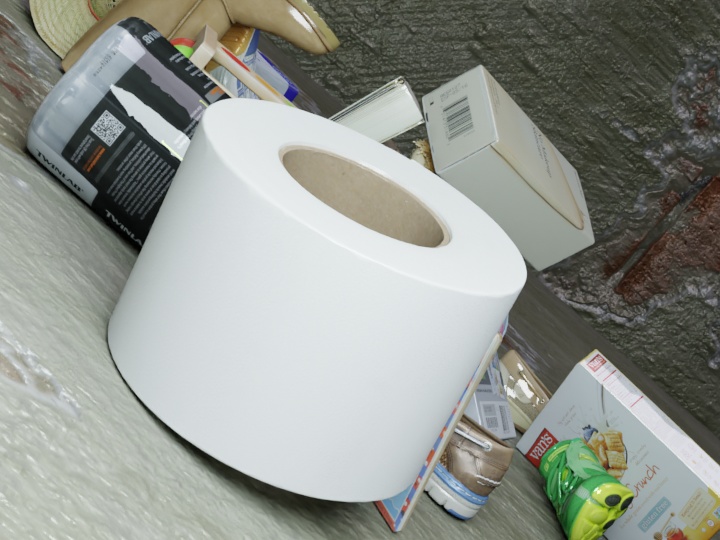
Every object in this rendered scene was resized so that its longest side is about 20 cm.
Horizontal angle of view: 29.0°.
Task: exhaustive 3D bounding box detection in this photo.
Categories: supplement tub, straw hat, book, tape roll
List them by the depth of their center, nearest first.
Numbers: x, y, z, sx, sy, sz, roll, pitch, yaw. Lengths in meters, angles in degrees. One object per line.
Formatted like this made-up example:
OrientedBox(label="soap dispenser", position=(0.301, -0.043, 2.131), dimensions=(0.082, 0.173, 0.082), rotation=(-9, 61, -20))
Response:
OrientedBox(label="tape roll", position=(-0.025, 0.013, 0.783), dimensions=(0.201, 0.140, 0.203), rotation=(25, 19, -9))
OrientedBox(label="supplement tub", position=(-0.121, -0.067, 0.964), dimensions=(0.200, 0.123, 0.123), rotation=(42, 9, -4))
OrientedBox(label="straw hat", position=(-0.209, -0.265, 1.335), dimensions=(0.199, 0.085, 0.202), rotation=(16, 47, -18))
OrientedBox(label="book", position=(-0.034, -0.125, 1.380), dimensions=(0.048, 0.199, 0.134), rotation=(61, 6, -7))

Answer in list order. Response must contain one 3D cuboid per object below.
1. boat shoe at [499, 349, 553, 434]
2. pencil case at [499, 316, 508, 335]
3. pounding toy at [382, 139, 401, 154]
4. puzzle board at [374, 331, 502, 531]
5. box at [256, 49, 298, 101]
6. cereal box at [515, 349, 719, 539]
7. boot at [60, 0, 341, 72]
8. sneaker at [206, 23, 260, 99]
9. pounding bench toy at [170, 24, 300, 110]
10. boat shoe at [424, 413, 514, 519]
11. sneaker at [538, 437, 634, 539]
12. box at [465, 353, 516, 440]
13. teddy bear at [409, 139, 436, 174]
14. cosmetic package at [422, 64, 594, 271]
OrientedBox(label="boat shoe", position=(0.219, 0.169, 1.511), dimensions=(0.200, 0.065, 0.071), rotation=(41, 9, -8))
OrientedBox(label="pencil case", position=(0.022, 0.017, 1.114), dimensions=(0.199, 0.084, 0.091), rotation=(22, 4, 20))
OrientedBox(label="pounding toy", position=(0.001, -0.052, 1.466), dimensions=(0.201, 0.142, 0.184), rotation=(56, 9, -3))
OrientedBox(label="puzzle board", position=(0.009, 0.049, 0.917), dimensions=(0.017, 0.152, 0.200), rotation=(10, 27, -33))
OrientedBox(label="box", position=(-0.193, -0.239, 1.536), dimensions=(0.184, 0.105, 0.200), rotation=(45, 10, 21))
OrientedBox(label="cereal box", position=(0.258, 0.193, 1.346), dimensions=(0.200, 0.144, 0.039), rotation=(43, 44, 16))
OrientedBox(label="boot", position=(-0.141, -0.199, 1.254), dimensions=(0.175, 0.200, 0.066), rotation=(44, 8, 0))
OrientedBox(label="sneaker", position=(-0.132, -0.187, 1.335), dimensions=(0.075, 0.202, 0.088), rotation=(13, -4, 20))
OrientedBox(label="pounding bench toy", position=(-0.120, -0.103, 1.134), dimensions=(0.156, 0.124, 0.200), rotation=(40, 9, -15))
OrientedBox(label="boat shoe", position=(0.035, 0.091, 1.048), dimensions=(0.200, 0.072, 0.072), rotation=(44, 10, 14))
OrientedBox(label="sneaker", position=(0.194, 0.199, 1.254), dimensions=(0.084, 0.074, 0.200), rotation=(46, 0, 8))
OrientedBox(label="box", position=(0.086, 0.053, 1.218), dimensions=(0.156, 0.041, 0.202), rotation=(18, 60, -74))
OrientedBox(label="teddy bear", position=(0.105, -0.064, 1.397), dimensions=(0.200, 0.066, 0.146), rotation=(46, 17, -48))
OrientedBox(label="cosmetic package", position=(0.146, -0.097, 1.361), dimensions=(0.200, 0.073, 0.104), rotation=(37, 35, -44))
